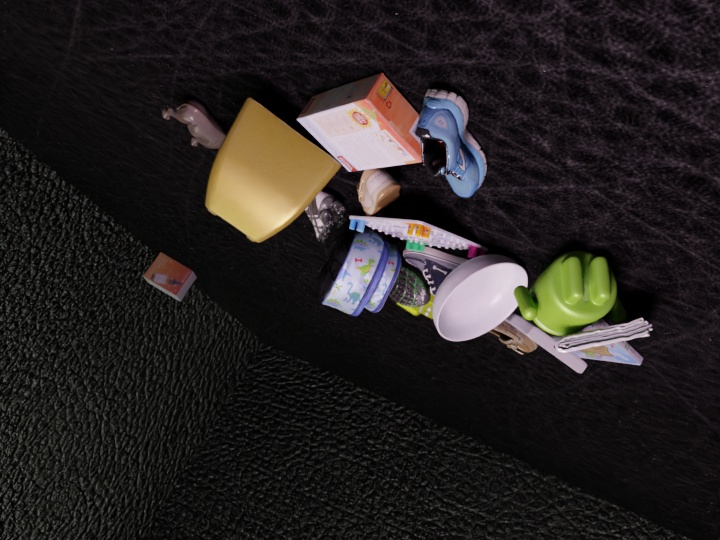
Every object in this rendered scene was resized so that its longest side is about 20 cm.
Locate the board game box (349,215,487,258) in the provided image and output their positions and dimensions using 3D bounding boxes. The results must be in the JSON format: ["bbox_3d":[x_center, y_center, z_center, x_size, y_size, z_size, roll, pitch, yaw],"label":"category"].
[{"bbox_3d":[0.108,-0.062,1.219,0.199,0.026,0.199,17,175,-40],"label":"board game box"}]

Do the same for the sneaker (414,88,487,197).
[{"bbox_3d":[0.120,-0.165,0.921,0.078,0.090,0.200,19,160,35],"label":"sneaker"}]

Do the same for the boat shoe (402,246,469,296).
[{"bbox_3d":[0.157,0.012,1.340,0.199,0.093,0.075,17,162,39],"label":"boat shoe"}]

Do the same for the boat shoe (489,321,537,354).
[{"bbox_3d":[0.323,0.138,1.466,0.199,0.063,0.073,36,162,-16],"label":"boat shoe"}]

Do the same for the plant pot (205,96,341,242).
[{"bbox_3d":[-0.178,-0.164,1.165,0.195,0.201,0.194,34,180,-11],"label":"plant pot"}]

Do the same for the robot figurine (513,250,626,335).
[{"bbox_3d":[0.348,0.041,1.061,0.174,0.117,0.200,-1,161,-3],"label":"robot figurine"}]

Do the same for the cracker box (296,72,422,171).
[{"bbox_3d":[0.006,-0.226,1.003,0.134,0.058,0.199,41,160,-30],"label":"cracker box"}]

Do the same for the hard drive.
[{"bbox_3d":[0.356,0.132,1.270,0.131,0.027,0.200,35,-176,-8],"label":"hard drive"}]

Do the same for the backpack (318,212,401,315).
[{"bbox_3d":[0.000,0.000,1.337,0.146,0.184,0.200,24,-164,-8],"label":"backpack"}]

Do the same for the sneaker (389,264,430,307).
[{"bbox_3d":[0.093,0.017,1.441,0.085,0.079,0.200,4,-155,-41],"label":"sneaker"}]

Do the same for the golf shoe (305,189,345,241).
[{"bbox_3d":[-0.085,-0.133,1.421,0.095,0.078,0.200,47,163,7],"label":"golf shoe"}]

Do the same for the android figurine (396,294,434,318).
[{"bbox_3d":[0.140,0.069,1.628,0.199,0.041,0.182,31,163,6],"label":"android figurine"}]

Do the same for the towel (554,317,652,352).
[{"bbox_3d":[0.407,0.107,1.074,0.148,0.031,0.200,-14,171,20],"label":"towel"}]

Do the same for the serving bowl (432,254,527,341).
[{"bbox_3d":[0.218,0.042,1.217,0.200,0.199,0.066,52,-175,-49],"label":"serving bowl"}]

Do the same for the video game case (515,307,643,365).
[{"bbox_3d":[0.444,0.130,1.310,0.182,0.022,0.200,39,161,-23],"label":"video game case"}]

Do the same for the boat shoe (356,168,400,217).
[{"bbox_3d":[0.028,-0.150,1.174,0.069,0.074,0.200,54,172,3],"label":"boat shoe"}]

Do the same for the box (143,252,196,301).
[{"bbox_3d":[-0.945,0.032,3.174,0.199,0.153,0.106,28,162,6],"label":"box"}]

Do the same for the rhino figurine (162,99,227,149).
[{"bbox_3d":[-0.324,-0.293,1.373,0.087,0.060,0.200,1,150,39],"label":"rhino figurine"}]
